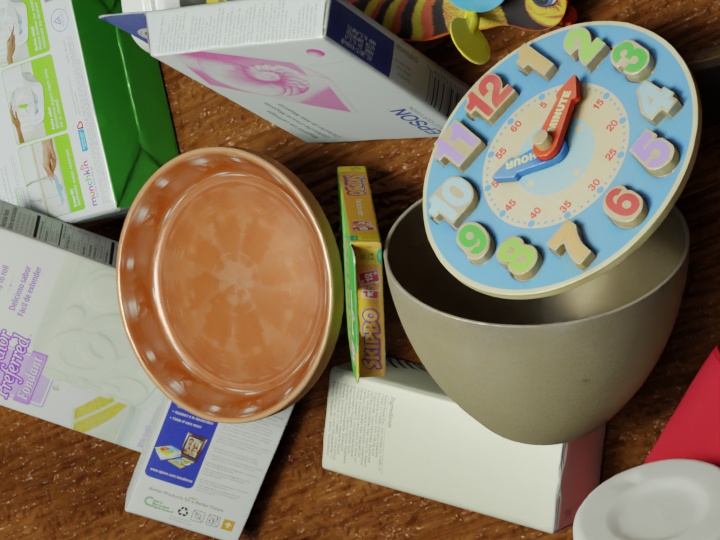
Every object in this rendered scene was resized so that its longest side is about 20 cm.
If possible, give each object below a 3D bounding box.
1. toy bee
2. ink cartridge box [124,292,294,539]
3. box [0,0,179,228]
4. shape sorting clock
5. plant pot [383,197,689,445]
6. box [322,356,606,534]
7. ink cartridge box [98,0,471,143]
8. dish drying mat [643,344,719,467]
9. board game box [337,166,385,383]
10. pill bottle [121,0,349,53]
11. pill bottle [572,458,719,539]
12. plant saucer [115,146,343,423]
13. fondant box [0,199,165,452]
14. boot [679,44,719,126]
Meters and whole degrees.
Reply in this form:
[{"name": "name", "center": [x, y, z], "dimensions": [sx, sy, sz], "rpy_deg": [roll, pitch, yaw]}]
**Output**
[{"name": "toy bee", "center": [0.097, -0.188, 1.382], "dimensions": [0.199, 0.131, 0.109], "rpy_deg": [1, 140, 40]}, {"name": "ink cartridge box", "center": [-0.106, 0.111, 1.575], "dimensions": [0.094, 0.037, 0.201], "rpy_deg": [18, 113, -11]}, {"name": "box", "center": [-0.252, -0.130, 1.633], "dimensions": [0.176, 0.097, 0.201], "rpy_deg": [-14, 88, 35]}, {"name": "shape sorting clock", "center": [0.123, -0.074, 1.295], "dimensions": [0.199, 0.039, 0.201], "rpy_deg": [-24, 46, 28]}, {"name": "plant pot", "center": [0.121, 0.036, 1.367], "dimensions": [0.200, 0.200, 0.135], "rpy_deg": [15, 129, 31]}, {"name": "box", "center": [0.073, 0.121, 1.466], "dimensions": [0.199, 0.068, 0.083], "rpy_deg": [14, 104, 31]}, {"name": "ink cartridge box", "center": [-0.052, -0.137, 1.439], "dimensions": [0.199, 0.196, 0.044], "rpy_deg": [-3, 74, 34]}, {"name": "dish drying mat", "center": [0.218, 0.147, 1.369], "dimensions": [0.077, 0.018, 0.201], "rpy_deg": [54, 137, 34]}, {"name": "board game box", "center": [0.000, 0.000, 1.427], "dimensions": [0.030, 0.200, 0.096], "rpy_deg": [-2, 109, 0]}, {"name": "pill bottle", "center": [-0.074, -0.205, 1.496], "dimensions": [0.199, 0.111, 0.112], "rpy_deg": [-2, 95, 34]}, {"name": "pill bottle", "center": [0.213, 0.233, 1.323], "dimensions": [0.114, 0.114, 0.201], "rpy_deg": [1, 123, 34]}, {"name": "plant saucer", "center": [-0.094, 0.010, 1.485], "dimensions": [0.199, 0.032, 0.202], "rpy_deg": [4, 98, 33]}, {"name": "fondant box", "center": [-0.216, 0.048, 1.590], "dimensions": [0.199, 0.058, 0.145], "rpy_deg": [20, 112, -11]}, {"name": "boot", "center": [0.181, -0.129, 1.364], "dimensions": [0.199, 0.074, 0.076], "rpy_deg": [-14, 57, 24]}]
